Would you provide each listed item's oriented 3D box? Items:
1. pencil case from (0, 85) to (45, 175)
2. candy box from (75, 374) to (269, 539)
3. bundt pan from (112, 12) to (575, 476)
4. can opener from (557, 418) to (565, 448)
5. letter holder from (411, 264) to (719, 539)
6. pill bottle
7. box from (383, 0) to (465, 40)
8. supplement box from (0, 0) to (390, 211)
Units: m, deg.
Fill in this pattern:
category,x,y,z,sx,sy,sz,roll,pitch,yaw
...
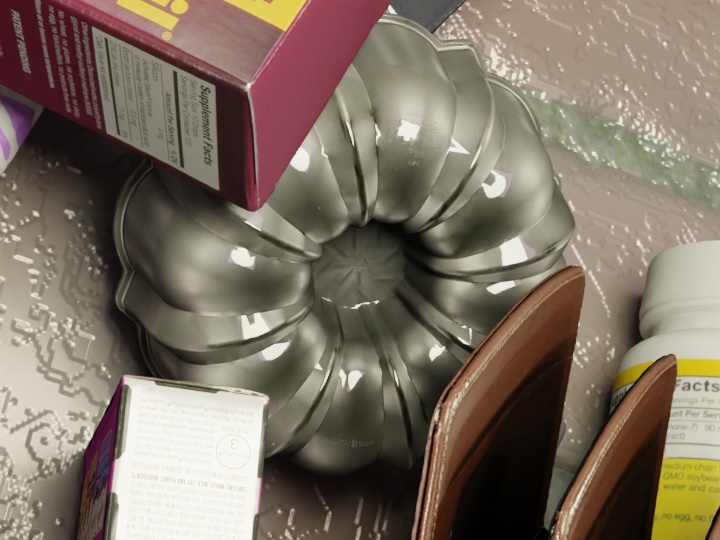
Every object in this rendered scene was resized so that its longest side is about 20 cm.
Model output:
category,x,y,z,sx,sy,sz,roll,pitch,yaw
pencil case,-0.156,-0.110,0.863,0.084,0.086,0.201,17,61,19
candy box,-0.082,0.154,0.790,0.061,0.136,0.201,9,72,-11
bundt pan,0.000,0.000,0.852,0.201,0.076,0.203,-6,114,-13
can opener,0.024,0.132,0.896,0.066,0.053,0.200,41,63,-9
letter holder,0.093,0.087,0.763,0.100,0.200,0.143,11,107,17
pill bottle,0.167,0.096,0.939,0.114,0.114,0.201,18,69,-19
box,-0.001,-0.212,0.946,0.197,0.117,0.200,50,61,-5
supplement box,-0.098,-0.125,0.775,0.199,0.086,0.111,26,64,12
